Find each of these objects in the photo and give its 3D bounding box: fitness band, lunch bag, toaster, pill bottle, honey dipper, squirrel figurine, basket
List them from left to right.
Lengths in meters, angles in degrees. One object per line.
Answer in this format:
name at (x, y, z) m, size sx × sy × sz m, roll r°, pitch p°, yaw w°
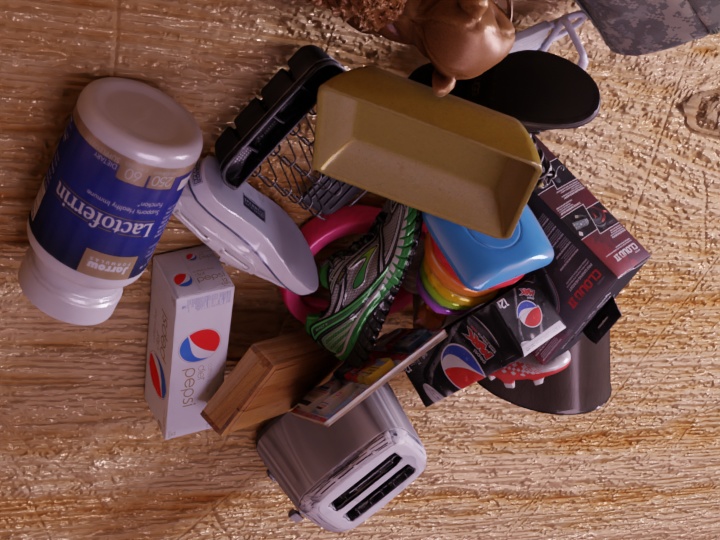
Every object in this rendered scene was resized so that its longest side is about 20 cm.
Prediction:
pill bottle at (-0.225, -0.057, 1.397) m, size 0.115 × 0.116 × 0.201 m, roll 4°, pitch 128°, yaw -37°
toaster at (-0.013, 0.198, 1.793) m, size 0.199 × 0.130 × 0.114 m, roll -38°, pitch 142°, yaw 5°
fitness band at (0.000, 0.000, 1.675) m, size 0.198 × 0.038 × 0.144 m, roll 8°, pitch 125°, yaw -41°
squirrel figurine at (0.033, -0.231, 1.343) m, size 0.198 × 0.187 × 0.142 m, roll 5°, pitch 128°, yaw -38°
honey dipper at (0.063, 0.050, 1.716) m, size 0.038 × 0.038 × 0.201 m, roll -21°, pitch 138°, yaw -16°
basket at (0.210, 0.036, 1.774) m, size 0.136 × 0.179 × 0.202 m, roll -44°, pitch 147°, yaw -46°
lunch bag at (0.261, -0.300, 1.474) m, size 0.167 × 0.141 × 0.200 m, roll -29°, pitch 141°, yaw 19°

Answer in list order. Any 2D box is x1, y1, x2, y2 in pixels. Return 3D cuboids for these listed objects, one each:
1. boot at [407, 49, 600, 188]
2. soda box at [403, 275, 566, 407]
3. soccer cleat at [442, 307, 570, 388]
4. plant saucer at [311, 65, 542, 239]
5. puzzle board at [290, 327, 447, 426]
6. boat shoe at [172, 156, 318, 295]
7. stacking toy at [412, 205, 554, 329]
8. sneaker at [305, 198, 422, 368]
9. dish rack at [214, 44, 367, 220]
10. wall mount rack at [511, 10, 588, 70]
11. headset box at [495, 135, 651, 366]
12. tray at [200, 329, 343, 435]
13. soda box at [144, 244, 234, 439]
boot at (0.145, -0.126, 1.448) m, size 0.174 × 0.198 × 0.070 m, roll 46°, pitch 57°, yaw -54°
soda box at (0.120, 0.075, 1.627) m, size 0.070 × 0.064 × 0.200 m, roll -31°, pitch 177°, yaw -33°
soccer cleat at (0.141, 0.067, 1.717) m, size 0.068 × 0.199 × 0.086 m, roll -28°, pitch 117°, yaw -35°
plant saucer at (0.059, -0.110, 1.400) m, size 0.200 × 0.198 × 0.049 m, roll 102°, pitch 9°, yaw -73°
puzzle board at (0.003, 0.104, 1.631) m, size 0.150 × 0.017 × 0.200 m, roll -36°, pitch -175°, yaw -11°
boat shoe at (-0.115, -0.037, 1.535) m, size 0.065 × 0.074 × 0.200 m, roll -23°, pitch 132°, yaw 25°
stacking toy at (0.098, 0.005, 1.602) m, size 0.115 × 0.110 × 0.201 m, roll -20°, pitch 157°, yaw -29°
sneaker at (0.005, -0.006, 1.590) m, size 0.084 × 0.078 × 0.202 m, roll 25°, pitch 99°, yaw 0°
dish rack at (-0.034, -0.120, 1.515) m, size 0.153 × 0.055 × 0.199 m, roll -45°, pitch 140°, yaw 14°
wall mount rack at (0.145, -0.177, 1.573) m, size 0.198 × 0.075 × 0.174 m, roll -24°, pitch 170°, yaw -10°
headset box at (0.188, -0.014, 1.625) m, size 0.075 × 0.200 × 0.149 m, roll -28°, pitch 161°, yaw -46°
tray at (-0.080, 0.111, 1.666) m, size 0.099 × 0.037 × 0.200 m, roll -52°, pitch 165°, yaw 20°
soda box at (-0.174, 0.074, 1.603) m, size 0.063 × 0.068 × 0.202 m, roll -12°, pitch 136°, yaw -25°
